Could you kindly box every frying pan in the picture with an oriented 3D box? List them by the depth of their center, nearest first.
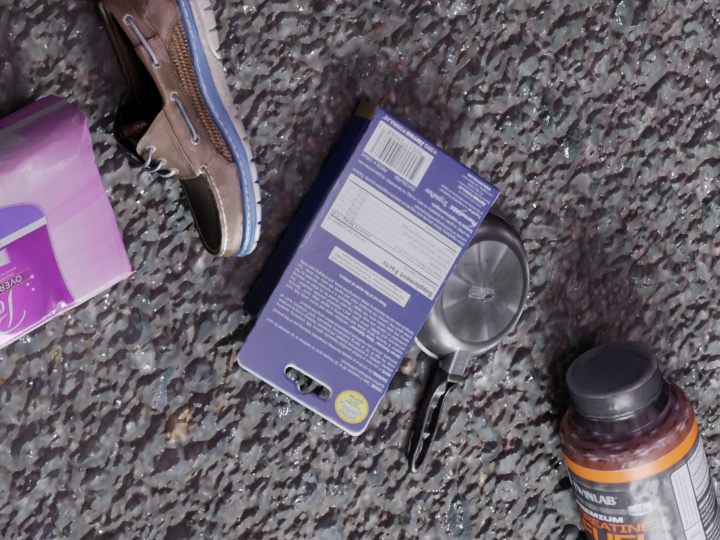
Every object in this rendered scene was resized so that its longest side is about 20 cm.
[{"bbox_3d":[0.061,0.044,1.809,0.115,0.031,0.191,38,78,-37],"label":"frying pan"}]

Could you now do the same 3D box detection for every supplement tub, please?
[{"bbox_3d":[0.211,0.154,1.907,0.107,0.107,0.201,-32,121,-24],"label":"supplement tub"}]

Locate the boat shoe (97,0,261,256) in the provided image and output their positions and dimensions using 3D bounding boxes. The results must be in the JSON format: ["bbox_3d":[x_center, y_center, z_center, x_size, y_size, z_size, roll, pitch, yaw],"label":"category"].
[{"bbox_3d":[-0.121,-0.096,1.603,0.072,0.072,0.201,-23,108,-23],"label":"boat shoe"}]

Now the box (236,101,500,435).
[{"bbox_3d":[0.000,0.000,1.733,0.121,0.032,0.201,33,83,-30],"label":"box"}]

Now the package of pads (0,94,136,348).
[{"bbox_3d":[-0.241,-0.010,1.531,0.199,0.075,0.121,-31,120,-25],"label":"package of pads"}]
